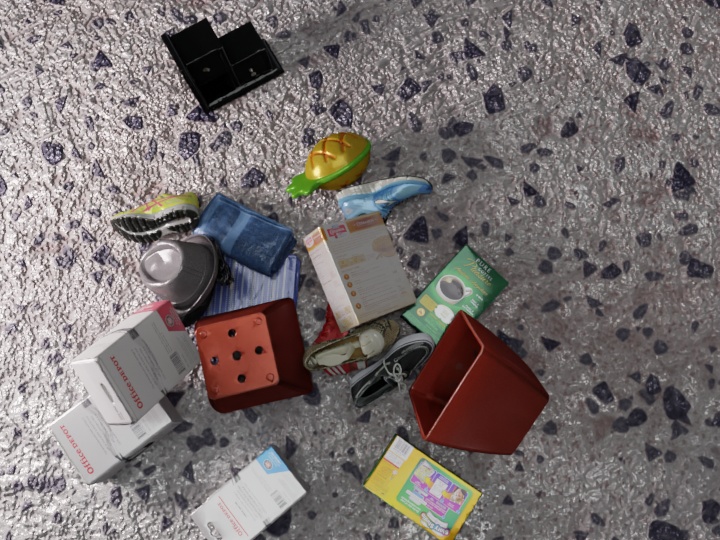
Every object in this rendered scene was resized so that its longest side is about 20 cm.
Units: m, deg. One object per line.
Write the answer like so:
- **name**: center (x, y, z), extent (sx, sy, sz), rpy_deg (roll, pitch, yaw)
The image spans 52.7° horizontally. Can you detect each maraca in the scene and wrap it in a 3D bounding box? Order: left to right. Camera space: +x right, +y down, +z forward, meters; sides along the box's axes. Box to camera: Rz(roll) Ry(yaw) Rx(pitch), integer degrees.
- **maraca**: center (-0.065, -0.213, 1.497), extent (0.200, 0.137, 0.107), rpy_deg (-35, 115, -5)

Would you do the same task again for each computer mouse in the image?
- **computer mouse**: center (-0.324, 0.046, 1.465), extent (0.200, 0.053, 0.139), rpy_deg (-48, 47, 15)

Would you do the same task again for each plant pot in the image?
- **plant pot**: center (-0.217, 0.164, 1.393), extent (0.199, 0.176, 0.200), rpy_deg (-14, 84, 2)
- **plant pot**: center (0.226, 0.226, 1.352), extent (0.176, 0.200, 0.200), rpy_deg (28, 102, -11)

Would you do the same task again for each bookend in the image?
- **bookend**: center (-0.279, -0.446, 1.506), extent (0.200, 0.199, 0.092), rpy_deg (-29, 78, -5)

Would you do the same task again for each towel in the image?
- **towel**: center (-0.240, -0.074, 1.497), extent (0.200, 0.049, 0.112), rpy_deg (27, 74, 12)
- **towel**: center (-0.228, 0.035, 1.509), extent (0.200, 0.024, 0.145), rpy_deg (3, 82, 4)

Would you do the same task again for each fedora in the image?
- **fedora**: center (-0.370, -0.001, 1.426), extent (0.200, 0.090, 0.177), rpy_deg (15, 81, 46)

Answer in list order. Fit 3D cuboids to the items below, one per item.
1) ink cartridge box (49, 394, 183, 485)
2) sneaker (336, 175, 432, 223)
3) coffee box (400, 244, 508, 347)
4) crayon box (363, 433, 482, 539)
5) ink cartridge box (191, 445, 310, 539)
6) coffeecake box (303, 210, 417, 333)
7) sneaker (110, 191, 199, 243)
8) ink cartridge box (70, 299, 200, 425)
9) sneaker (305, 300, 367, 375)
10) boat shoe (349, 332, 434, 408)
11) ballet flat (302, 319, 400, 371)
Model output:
- **ink cartridge box**: center (-0.479, 0.302, 1.431), extent (0.200, 0.083, 0.145), rpy_deg (-37, 81, -5)
- **sneaker**: center (0.054, -0.146, 1.516), extent (0.200, 0.078, 0.090), rpy_deg (-12, 96, 4)
- **coffee box**: center (0.191, 0.059, 1.477), extent (0.123, 0.044, 0.200), rpy_deg (41, 84, 6)
- **crayon box**: center (0.119, 0.422, 1.405), extent (0.200, 0.058, 0.119), rpy_deg (34, 82, 7)
- **ink cartridge box**: center (-0.211, 0.446, 1.405), extent (0.200, 0.067, 0.116), rpy_deg (-39, 81, -6)
- **coffeecake box**: center (0.000, 0.000, 1.420), extent (0.153, 0.073, 0.200), rpy_deg (-18, 82, -36)
- **sneaker**: center (-0.424, -0.118, 1.521), extent (0.200, 0.078, 0.090), rpy_deg (-8, 47, 9)
- **ink cartridge box**: center (-0.410, 0.169, 1.348), extent (0.085, 0.200, 0.146), rpy_deg (-11, 112, 33)
- **sneaker**: center (-0.066, 0.115, 1.458), extent (0.115, 0.078, 0.200), rpy_deg (-17, 78, -3)
- **boat shoe**: center (0.062, 0.198, 1.410), extent (0.199, 0.068, 0.074), rpy_deg (-32, 120, 12)
- **ballet flat**: center (-0.017, 0.152, 1.390), extent (0.200, 0.075, 0.068), rpy_deg (-19, 98, 5)
